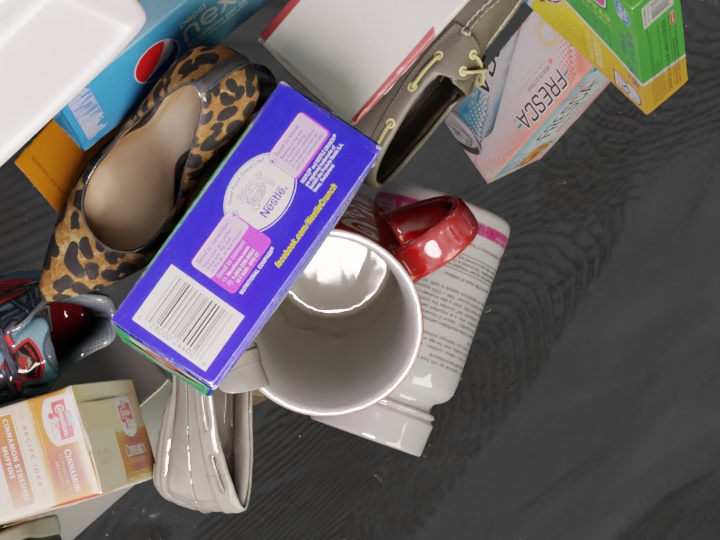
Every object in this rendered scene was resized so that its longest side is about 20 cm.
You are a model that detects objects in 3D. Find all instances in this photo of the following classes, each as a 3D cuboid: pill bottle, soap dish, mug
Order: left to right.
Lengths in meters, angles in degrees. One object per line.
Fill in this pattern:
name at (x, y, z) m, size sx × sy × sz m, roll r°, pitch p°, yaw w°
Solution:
soap dish at (-0.213, -0.146, 1.122) m, size 0.157 × 0.081 × 0.200 m, roll -44°, pitch 156°, yaw -1°
mug at (-0.002, 0.011, 1.536) m, size 0.200 × 0.177 × 0.134 m, roll -89°, pitch 175°, yaw -76°
pill bottle at (0.037, 0.039, 1.691) m, size 0.113 × 0.113 × 0.201 m, roll 29°, pitch 79°, yaw -65°

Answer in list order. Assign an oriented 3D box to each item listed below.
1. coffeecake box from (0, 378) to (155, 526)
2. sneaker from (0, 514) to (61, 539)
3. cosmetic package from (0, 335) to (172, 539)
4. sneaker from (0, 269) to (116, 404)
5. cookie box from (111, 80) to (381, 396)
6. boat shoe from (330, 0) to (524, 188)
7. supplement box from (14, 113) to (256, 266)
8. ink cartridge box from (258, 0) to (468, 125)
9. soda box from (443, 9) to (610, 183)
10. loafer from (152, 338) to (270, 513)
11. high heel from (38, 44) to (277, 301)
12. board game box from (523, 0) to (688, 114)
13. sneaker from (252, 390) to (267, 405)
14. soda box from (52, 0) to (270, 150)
coffeecake box at (-0.249, 0.133, 1.377) m, size 0.199 × 0.073 × 0.154 m, roll -17°, pitch 176°, yaw 7°
sneaker at (-0.227, 0.219, 1.351) m, size 0.075 × 0.107 × 0.200 m, roll -17°, pitch 176°, yaw 14°
cosmetic package at (-0.222, 0.134, 1.561) m, size 0.200 × 0.090 × 0.107 m, roll -43°, pitch 156°, yaw -9°
sneaker at (-0.239, 0.049, 1.360) m, size 0.200 × 0.095 × 0.080 m, roll -30°, pitch 115°, yaw -42°
cookie box at (-0.071, -0.012, 1.273) m, size 0.171 × 0.075 × 0.200 m, roll -55°, pitch -179°, yaw -7°
boat shoe at (0.059, -0.147, 1.576) m, size 0.202 × 0.060 × 0.072 m, roll -46°, pitch 156°, yaw 3°
supplement box at (-0.120, -0.069, 1.403) m, size 0.126 × 0.074 × 0.200 m, roll -47°, pitch 156°, yaw 7°
ink cartridge box at (0.019, -0.177, 1.346) m, size 0.147 × 0.083 × 0.200 m, roll -48°, pitch -177°, yaw 8°
soda box at (0.145, -0.152, 1.640) m, size 0.063 × 0.068 × 0.200 m, roll -25°, pitch 165°, yaw -36°
loafer at (-0.090, 0.063, 1.405) m, size 0.070 × 0.070 × 0.201 m, roll -18°, pitch 116°, yaw -61°
high heel at (-0.133, -0.053, 1.228) m, size 0.200 × 0.071 × 0.143 m, roll -46°, pitch 176°, yaw 7°
board game box at (0.134, -0.212, 1.419) m, size 0.040 × 0.200 × 0.153 m, roll -40°, pitch 155°, yaw -7°
sneaker at (-0.056, 0.062, 1.751) m, size 0.075 × 0.071 × 0.200 m, roll -29°, pitch 173°, yaw 40°
soda box at (-0.114, -0.167, 1.259) m, size 0.200 × 0.068 × 0.064 m, roll -40°, pitch 157°, yaw -10°
